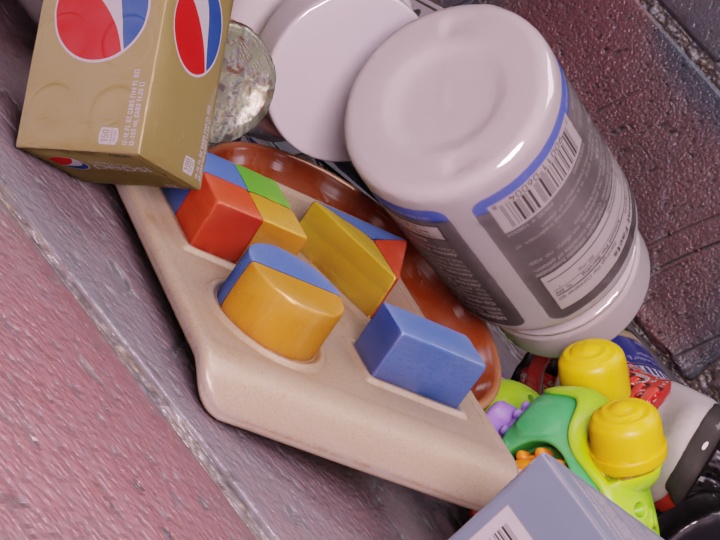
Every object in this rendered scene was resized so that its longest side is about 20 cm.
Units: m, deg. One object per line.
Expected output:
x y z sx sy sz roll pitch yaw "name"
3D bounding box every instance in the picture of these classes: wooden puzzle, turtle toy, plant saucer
-0.018 0.012 0.977 0.184 0.046 0.201 23 26 -34 "wooden puzzle"
0.104 0.117 1.101 0.200 0.100 0.147 -110 -173 -67 "turtle toy"
-0.013 0.011 1.090 0.199 0.032 0.201 32 25 -16 "plant saucer"

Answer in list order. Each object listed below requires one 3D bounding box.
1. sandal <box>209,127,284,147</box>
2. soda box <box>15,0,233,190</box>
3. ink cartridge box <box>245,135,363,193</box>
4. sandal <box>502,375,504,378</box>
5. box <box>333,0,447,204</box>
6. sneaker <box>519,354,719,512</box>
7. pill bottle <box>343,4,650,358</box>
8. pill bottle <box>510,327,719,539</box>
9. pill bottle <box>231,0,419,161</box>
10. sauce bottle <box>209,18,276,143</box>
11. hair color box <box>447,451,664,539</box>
-0.092 -0.112 1.295 0.202 0.049 0.083 -17 88 -68 "sandal"
-0.098 -0.143 0.950 0.067 0.202 0.064 5 -10 24 "soda box"
0.000 0.000 1.233 0.099 0.039 0.201 36 23 -52 "ink cartridge box"
0.104 0.098 1.318 0.082 0.050 0.203 42 11 -36 "sandal"
0.039 -0.093 1.250 0.060 0.117 0.200 49 -3 -25 "box"
0.146 0.080 1.199 0.108 0.067 0.201 35 -2 1 "sneaker"
0.079 -0.039 1.080 0.114 0.113 0.200 55 3 37 "pill bottle"
0.189 0.134 1.435 0.112 0.112 0.200 40 12 -43 "pill bottle"
-0.037 -0.141 1.147 0.116 0.116 0.200 43 5 -32 "pill bottle"
-0.103 -0.107 1.079 0.065 0.065 0.200 45 -8 -21 "sauce bottle"
0.101 0.162 0.917 0.200 0.099 0.061 38 13 -51 "hair color box"
